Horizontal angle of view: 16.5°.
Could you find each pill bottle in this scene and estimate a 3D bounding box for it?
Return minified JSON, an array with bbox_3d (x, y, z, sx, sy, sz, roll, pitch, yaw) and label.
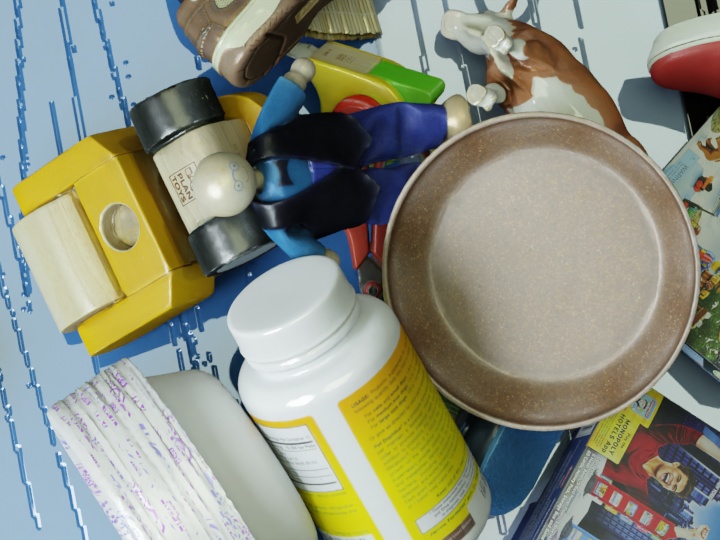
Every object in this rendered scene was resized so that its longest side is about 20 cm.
[{"bbox_3d":[-0.004,0.092,1.547,0.109,0.109,0.201,-32,117,-7],"label":"pill bottle"}]

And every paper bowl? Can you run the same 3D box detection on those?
[{"bbox_3d":[-0.102,0.143,1.561,0.104,0.201,0.201,-33,85,-9],"label":"paper bowl"}]

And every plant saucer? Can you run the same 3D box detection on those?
[{"bbox_3d":[0.114,-0.001,1.561,0.199,0.037,0.202,2,101,11],"label":"plant saucer"}]

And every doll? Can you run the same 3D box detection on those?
[{"bbox_3d":[-0.019,-0.068,1.563,0.199,0.048,0.137,-12,91,-33],"label":"doll"}]

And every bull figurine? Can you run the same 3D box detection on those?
[{"bbox_3d":[0.122,-0.109,1.639,0.200,0.121,0.065,48,111,13],"label":"bull figurine"}]

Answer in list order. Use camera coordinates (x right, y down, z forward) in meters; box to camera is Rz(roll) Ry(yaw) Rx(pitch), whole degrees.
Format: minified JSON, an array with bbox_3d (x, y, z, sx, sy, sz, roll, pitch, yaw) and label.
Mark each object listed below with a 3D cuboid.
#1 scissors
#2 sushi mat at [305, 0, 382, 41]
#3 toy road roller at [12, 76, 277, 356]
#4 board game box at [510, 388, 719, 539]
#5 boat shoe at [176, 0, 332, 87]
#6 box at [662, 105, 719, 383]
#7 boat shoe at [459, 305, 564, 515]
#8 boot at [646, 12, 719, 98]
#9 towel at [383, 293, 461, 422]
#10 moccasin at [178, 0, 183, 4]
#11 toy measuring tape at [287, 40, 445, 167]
[{"bbox_3d":[0.000,0.000,1.637,0.073,0.014,0.201,6,98,-15],"label":"scissors"},{"bbox_3d":[-0.040,-0.252,1.681,0.012,0.095,0.201,-20,82,35],"label":"sushi mat"},{"bbox_3d":[-0.115,-0.041,1.641,0.200,0.146,0.123,-29,84,31],"label":"toy road roller"},{"bbox_3d":[0.200,0.205,1.630,0.199,0.062,0.201,33,73,-8],"label":"board game box"},{"bbox_3d":[-0.037,-0.211,1.604,0.075,0.075,0.202,39,69,17],"label":"boat shoe"},{"bbox_3d":[0.265,-0.033,1.668,0.136,0.038,0.200,39,82,19],"label":"box"},{"bbox_3d":[0.110,0.060,1.634,0.084,0.069,0.200,35,90,-37],"label":"boat shoe"},{"bbox_3d":[0.285,-0.091,1.627,0.199,0.072,0.145,3,73,6],"label":"boot"},{"bbox_3d":[0.048,0.031,1.677,0.086,0.018,0.201,24,82,-3],"label":"towel"},{"bbox_3d":[-0.122,-0.260,1.672,0.080,0.068,0.201,0,73,-11],"label":"moccasin"},{"bbox_3d":[-0.025,-0.117,1.676,0.199,0.074,0.074,19,81,16],"label":"toy measuring tape"}]
